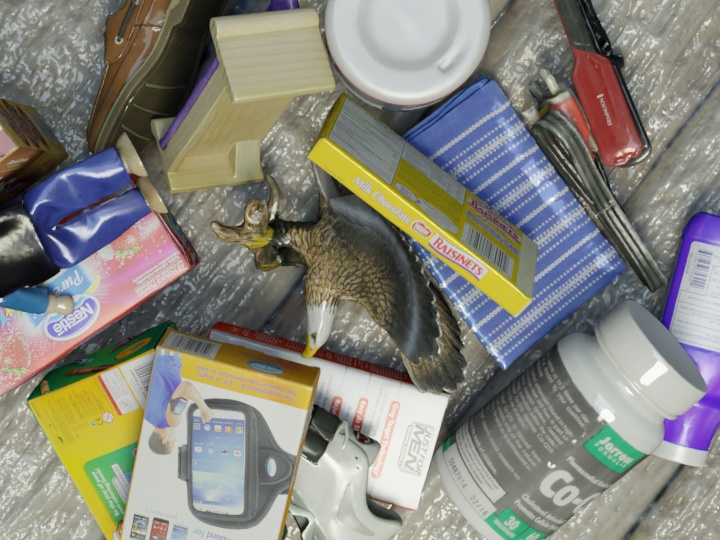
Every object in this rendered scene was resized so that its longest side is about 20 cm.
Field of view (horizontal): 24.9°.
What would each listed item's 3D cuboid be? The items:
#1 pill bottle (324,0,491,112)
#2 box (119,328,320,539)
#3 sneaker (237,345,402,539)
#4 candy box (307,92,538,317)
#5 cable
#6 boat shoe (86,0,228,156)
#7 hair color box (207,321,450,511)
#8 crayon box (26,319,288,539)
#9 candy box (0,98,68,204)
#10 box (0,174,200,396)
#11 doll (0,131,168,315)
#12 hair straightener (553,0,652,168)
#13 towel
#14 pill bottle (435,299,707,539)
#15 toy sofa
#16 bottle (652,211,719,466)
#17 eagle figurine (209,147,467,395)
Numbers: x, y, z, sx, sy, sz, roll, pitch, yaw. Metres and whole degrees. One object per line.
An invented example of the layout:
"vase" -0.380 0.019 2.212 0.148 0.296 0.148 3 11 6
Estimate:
"pill bottle" 0.033 -0.181 1.241 0.119 0.200 0.120 0 93 0
"box" -0.108 0.152 1.214 0.119 0.041 0.201 14 109 3
"sneaker" -0.035 0.133 1.263 0.088 0.074 0.200 -28 104 4
"candy box" 0.051 -0.051 1.245 0.200 0.102 0.026 37 113 -8
"cable" 0.195 -0.072 1.299 0.050 0.097 0.200 -39 93 0
"boat shoe" -0.170 -0.180 1.313 0.068 0.072 0.200 35 99 25
"hair color box" -0.036 0.117 1.326 0.199 0.061 0.102 16 94 0
"crayon box" -0.157 0.153 1.275 0.119 0.058 0.200 -22 105 18
"candy box" -0.299 -0.076 1.244 0.117 0.200 0.057 -38 93 1
"box" -0.236 0.012 1.300 0.200 0.100 0.096 -34 92 1
"doll" -0.242 -0.019 1.206 0.200 0.048 0.137 -28 132 -6
"hair straightener" 0.181 -0.173 1.308 0.041 0.077 0.200 -29 78 20
"towel" 0.109 -0.042 1.315 0.145 0.024 0.200 -37 93 -19
"pill bottle" 0.165 0.121 1.280 0.200 0.113 0.113 -43 92 17
"toy sofa" -0.097 -0.139 1.237 0.083 0.200 0.098 -10 77 -24
"bottle" 0.281 0.057 1.322 0.083 0.065 0.201 14 93 5
"eagle figurine" -0.002 0.007 1.281 0.199 0.152 0.151 19 123 18
